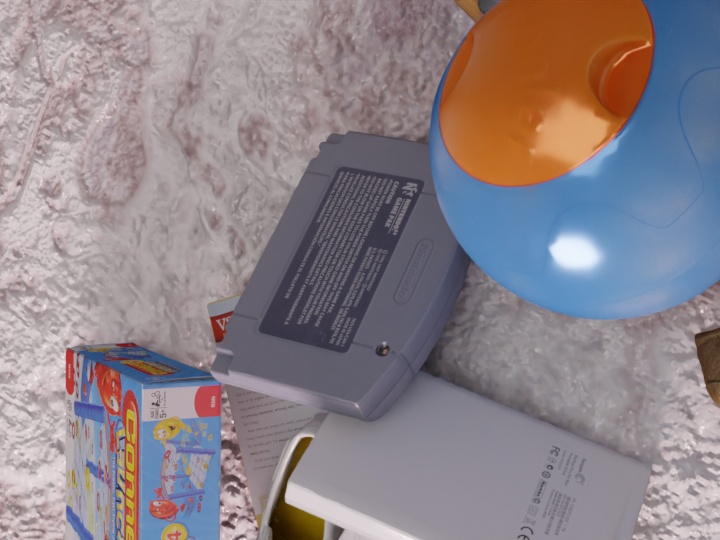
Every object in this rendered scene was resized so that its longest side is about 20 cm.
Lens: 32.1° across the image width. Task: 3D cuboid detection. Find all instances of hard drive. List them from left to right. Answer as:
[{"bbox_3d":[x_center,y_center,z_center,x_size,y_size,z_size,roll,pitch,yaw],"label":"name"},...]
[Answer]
[{"bbox_3d":[0.071,0.132,0.777,0.200,0.132,0.026,21,131,11],"label":"hard drive"}]

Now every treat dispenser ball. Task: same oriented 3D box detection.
[{"bbox_3d":[0.139,-0.072,0.712,0.200,0.201,0.201,2,93,26],"label":"treat dispenser ball"}]

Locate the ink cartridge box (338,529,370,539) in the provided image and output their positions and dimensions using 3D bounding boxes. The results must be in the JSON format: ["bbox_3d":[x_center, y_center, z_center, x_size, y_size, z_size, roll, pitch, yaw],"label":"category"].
[{"bbox_3d":[0.065,0.238,0.771,0.200,0.068,0.116,34,95,24],"label":"ink cartridge box"}]

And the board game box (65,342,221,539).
[{"bbox_3d":[-0.160,0.162,0.897,0.196,0.056,0.201,7,97,63],"label":"board game box"}]

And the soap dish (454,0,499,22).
[{"bbox_3d":[0.083,-0.256,0.796,0.200,0.081,0.157,48,111,15],"label":"soap dish"}]

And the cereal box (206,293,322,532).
[{"bbox_3d":[-0.022,0.102,0.891,0.144,0.040,0.200,-14,86,27],"label":"cereal box"}]

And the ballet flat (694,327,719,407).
[{"bbox_3d":[0.276,0.004,0.732,0.200,0.068,0.072,-44,55,26],"label":"ballet flat"}]

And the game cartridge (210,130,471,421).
[{"bbox_3d":[0.000,0.000,0.822,0.133,0.041,0.200,11,61,29],"label":"game cartridge"}]

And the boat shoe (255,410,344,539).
[{"bbox_3d":[-0.048,0.192,0.838,0.075,0.086,0.202,25,106,21],"label":"boat shoe"}]
